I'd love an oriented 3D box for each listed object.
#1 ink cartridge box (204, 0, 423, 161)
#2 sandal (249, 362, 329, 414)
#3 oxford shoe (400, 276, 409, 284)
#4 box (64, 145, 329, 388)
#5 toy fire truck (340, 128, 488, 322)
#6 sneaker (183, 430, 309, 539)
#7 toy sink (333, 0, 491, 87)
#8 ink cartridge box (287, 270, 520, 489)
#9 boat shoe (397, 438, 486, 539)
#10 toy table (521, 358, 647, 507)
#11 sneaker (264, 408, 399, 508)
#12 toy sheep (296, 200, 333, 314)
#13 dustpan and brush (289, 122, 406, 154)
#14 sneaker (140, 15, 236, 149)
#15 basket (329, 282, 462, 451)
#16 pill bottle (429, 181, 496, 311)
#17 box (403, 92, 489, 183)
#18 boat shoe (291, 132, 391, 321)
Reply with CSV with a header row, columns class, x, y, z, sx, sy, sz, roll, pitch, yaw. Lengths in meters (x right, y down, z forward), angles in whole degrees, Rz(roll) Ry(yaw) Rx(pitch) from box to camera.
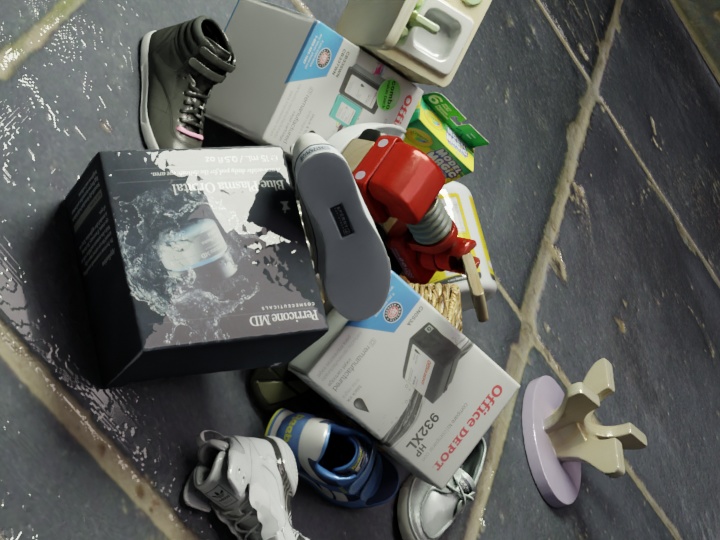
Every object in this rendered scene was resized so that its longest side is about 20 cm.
class,x,y,z,sx,sy,sz,roll,pitch,yaw
ink cartridge box,-0.061,-0.199,1.563,0.200,0.146,0.147,24,92,-48
sandal,-0.046,0.104,1.500,0.201,0.057,0.080,-31,97,-42
oxford shoe,0.030,-0.024,1.703,0.200,0.071,0.071,56,34,-11
box,-0.158,-0.007,1.295,0.196,0.117,0.201,-5,72,-31
toy fire truck,0.068,-0.040,1.429,0.129,0.199,0.176,-55,137,-24
sneaker,-0.109,0.246,1.301,0.115,0.075,0.201,25,44,-46
toy sink,0.066,-0.290,1.538,0.112,0.200,0.131,26,90,-21
ink cartridge box,0.047,0.113,1.440,0.200,0.084,0.145,41,81,-17
boat shoe,0.102,0.257,1.612,0.070,0.071,0.201,56,32,-14
toy table,0.312,0.226,1.911,0.184,0.117,0.201,27,46,-46
sneaker,-0.015,0.208,1.442,0.200,0.082,0.074,31,66,-44
toy sheep,-0.082,-0.015,1.475,0.138,0.138,0.201,36,36,-39
dustpan and brush,-0.022,-0.114,1.490,0.200,0.140,0.057,20,9,-47
sneaker,-0.183,-0.192,1.469,0.071,0.099,0.201,22,52,-51
basket,0.039,0.121,1.622,0.200,0.148,0.143,-76,164,-47
pill bottle,0.104,-0.049,1.792,0.112,0.112,0.201,12,59,-53
box,0.052,-0.143,1.692,0.117,0.199,0.049,40,39,-34
boat shoe,-0.028,-0.048,1.337,0.086,0.074,0.203,-116,-176,-57
